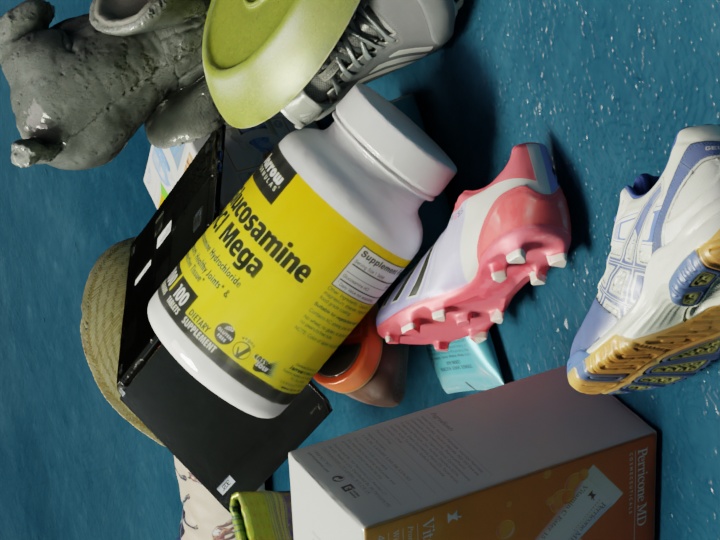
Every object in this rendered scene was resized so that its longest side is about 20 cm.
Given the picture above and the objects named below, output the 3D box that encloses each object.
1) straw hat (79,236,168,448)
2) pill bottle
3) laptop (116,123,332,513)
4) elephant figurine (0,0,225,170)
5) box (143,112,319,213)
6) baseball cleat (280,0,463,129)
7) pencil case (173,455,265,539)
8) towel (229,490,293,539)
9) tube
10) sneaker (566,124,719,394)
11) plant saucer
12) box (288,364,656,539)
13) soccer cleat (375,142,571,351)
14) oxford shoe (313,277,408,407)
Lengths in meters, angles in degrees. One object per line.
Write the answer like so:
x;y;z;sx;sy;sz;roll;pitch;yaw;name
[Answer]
-0.111;0.036;1.802;0.085;0.200;0.202;-44;61;41;straw hat
-0.034;-0.015;1.503;0.200;0.112;0.113;-50;45;9;pill bottle
-0.095;0.036;1.672;0.177;0.103;0.201;-48;33;50;laptop
-0.143;-0.155;1.647;0.141;0.199;0.156;40;-150;-67;elephant figurine
-0.069;-0.034;1.733;0.201;0.101;0.113;62;152;28;box
-0.003;-0.138;1.519;0.070;0.106;0.200;47;161;-2;baseball cleat
-0.123;0.145;1.991;0.089;0.078;0.202;20;125;39;pencil case
-0.001;0.211;1.639;0.023;0.199;0.145;-36;65;33;towel
0.043;-0.014;1.571;0.077;0.050;0.202;-8;102;67;tube
0.166;-0.003;1.284;0.200;0.075;0.089;127;136;-53;sneaker
-0.049;-0.189;1.542;0.200;0.031;0.201;-43;32;36;plant saucer
0.068;0.153;1.415;0.097;0.199;0.125;40;139;52;box
0.069;-0.009;1.483;0.200;0.066;0.077;140;133;-57;soccer cleat
0.000;0.000;1.619;0.071;0.072;0.202;-18;56;32;oxford shoe
